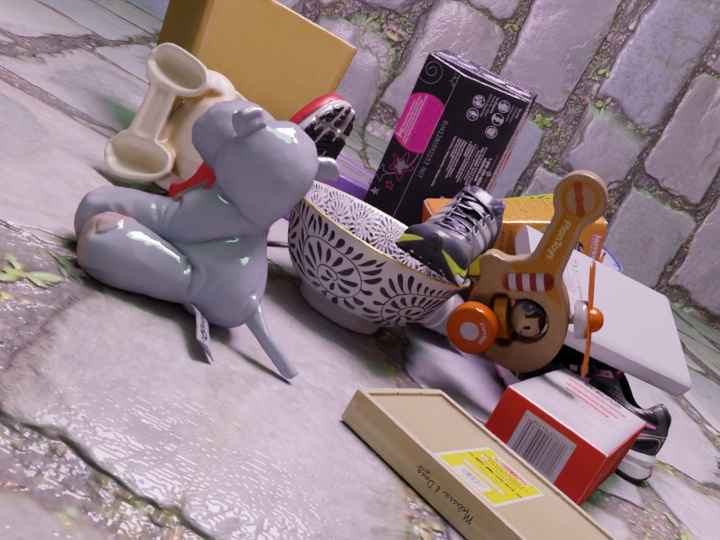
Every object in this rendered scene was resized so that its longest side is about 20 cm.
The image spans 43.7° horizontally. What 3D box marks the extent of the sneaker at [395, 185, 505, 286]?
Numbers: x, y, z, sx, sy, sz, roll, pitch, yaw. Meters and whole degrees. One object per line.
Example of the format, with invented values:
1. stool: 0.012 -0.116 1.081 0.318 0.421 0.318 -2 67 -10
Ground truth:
1. sneaker: 0.090 -0.040 0.837 0.073 0.082 0.200 32 13 10

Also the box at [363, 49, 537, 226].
1. box: 0.106 -0.140 1.058 0.131 0.202 0.115 27 21 7

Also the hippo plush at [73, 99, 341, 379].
1. hippo plush: -0.113 -0.053 0.672 0.158 0.162 0.200 20 16 -38

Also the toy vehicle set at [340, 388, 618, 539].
1. toy vehicle set: 0.090 0.154 0.642 0.200 0.027 0.124 39 15 33

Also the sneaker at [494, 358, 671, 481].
1. sneaker: 0.240 0.127 0.949 0.199 0.087 0.080 35 12 24

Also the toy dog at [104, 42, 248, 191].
1. toy dog: -0.135 -0.129 0.953 0.192 0.141 0.200 15 -5 21

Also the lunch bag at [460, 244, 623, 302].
1. lunch bag: 0.206 0.012 1.072 0.197 0.076 0.161 -2 21 1

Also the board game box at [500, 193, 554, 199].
1. board game box: 0.173 -0.041 1.181 0.197 0.102 0.048 -5 47 13

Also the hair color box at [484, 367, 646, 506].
1. hair color box: 0.188 0.146 0.815 0.101 0.062 0.199 35 14 23

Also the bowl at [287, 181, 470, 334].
1. bowl: 0.000 0.000 0.878 0.199 0.095 0.201 28 12 -7

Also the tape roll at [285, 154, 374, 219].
1. tape roll: -0.047 -0.109 1.221 0.199 0.086 0.200 29 13 -7

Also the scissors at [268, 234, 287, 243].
1. scissors: -0.123 -0.041 0.940 0.073 0.014 0.200 30 14 9

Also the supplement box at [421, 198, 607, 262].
1. supplement box: 0.168 -0.038 0.996 0.197 0.067 0.069 -2 27 -13

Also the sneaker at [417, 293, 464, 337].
1. sneaker: 0.072 0.025 1.046 0.082 0.075 0.200 41 12 -26

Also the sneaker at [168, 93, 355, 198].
1. sneaker: -0.097 -0.102 0.798 0.085 0.199 0.077 61 16 22

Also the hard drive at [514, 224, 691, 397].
1. hard drive: 0.252 0.042 0.939 0.198 0.026 0.133 25 41 -20

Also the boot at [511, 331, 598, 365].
1. boot: 0.225 0.077 1.125 0.210 0.080 0.157 33 15 23

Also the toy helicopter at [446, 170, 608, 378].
1. toy helicopter: 0.172 0.007 0.802 0.131 0.202 0.079 29 28 14

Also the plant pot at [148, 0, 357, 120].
1. plant pot: -0.155 -0.221 1.100 0.193 0.202 0.195 22 -1 -29
